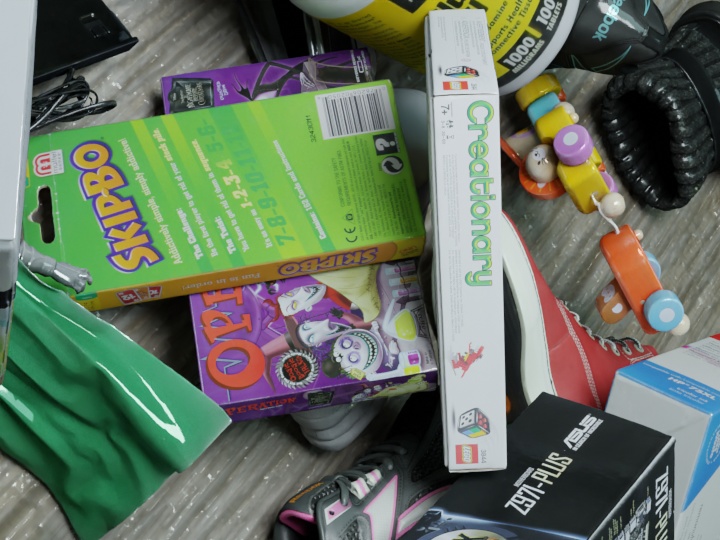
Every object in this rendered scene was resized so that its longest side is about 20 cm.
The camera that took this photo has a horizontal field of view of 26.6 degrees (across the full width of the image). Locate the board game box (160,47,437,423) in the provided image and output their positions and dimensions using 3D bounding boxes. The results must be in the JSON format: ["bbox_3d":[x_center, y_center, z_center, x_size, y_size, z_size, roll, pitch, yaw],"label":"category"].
[{"bbox_3d":[-0.035,-0.023,0.797,0.118,0.032,0.202,-11,61,-1],"label":"board game box"}]

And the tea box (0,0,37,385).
[{"bbox_3d":[-0.225,-0.046,0.570,0.197,0.197,0.135,4,72,-13],"label":"tea box"}]

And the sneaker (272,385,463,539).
[{"bbox_3d":[0.001,0.136,0.816,0.086,0.080,0.201,42,53,-21],"label":"sneaker"}]

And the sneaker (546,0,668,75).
[{"bbox_3d":[0.145,-0.151,0.972,0.079,0.200,0.076,26,97,0],"label":"sneaker"}]

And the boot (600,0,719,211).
[{"bbox_3d":[0.269,-0.083,1.107,0.211,0.079,0.158,48,44,-4],"label":"boot"}]

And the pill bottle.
[{"bbox_3d":[0.022,-0.176,0.825,0.199,0.112,0.114,19,64,-45],"label":"pill bottle"}]

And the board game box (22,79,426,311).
[{"bbox_3d":[-0.072,-0.038,0.774,0.197,0.030,0.097,-8,63,-7],"label":"board game box"}]

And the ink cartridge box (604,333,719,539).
[{"bbox_3d":[0.216,0.112,0.956,0.199,0.067,0.118,-11,118,-54],"label":"ink cartridge box"}]

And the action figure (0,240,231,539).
[{"bbox_3d":[-0.162,0.028,0.714,0.200,0.118,0.055,45,26,-8],"label":"action figure"}]

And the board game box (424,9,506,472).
[{"bbox_3d":[0.054,-0.017,0.776,0.127,0.034,0.202,-87,173,-63],"label":"board game box"}]

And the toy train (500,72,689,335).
[{"bbox_3d":[0.140,-0.039,0.969,0.151,0.055,0.201,57,10,-27],"label":"toy train"}]

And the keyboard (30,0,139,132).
[{"bbox_3d":[-0.203,-0.094,0.759,0.199,0.040,0.104,-28,72,-40],"label":"keyboard"}]

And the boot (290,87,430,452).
[{"bbox_3d":[0.000,0.000,0.858,0.096,0.073,0.202,75,35,-56],"label":"boot"}]

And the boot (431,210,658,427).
[{"bbox_3d":[0.126,0.038,0.961,0.144,0.072,0.202,-29,103,-42],"label":"boot"}]

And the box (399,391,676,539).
[{"bbox_3d":[0.095,0.198,0.811,0.163,0.085,0.202,-39,133,-40],"label":"box"}]

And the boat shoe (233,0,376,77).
[{"bbox_3d":[-0.055,-0.185,0.877,0.068,0.073,0.202,-28,105,-51],"label":"boat shoe"}]
